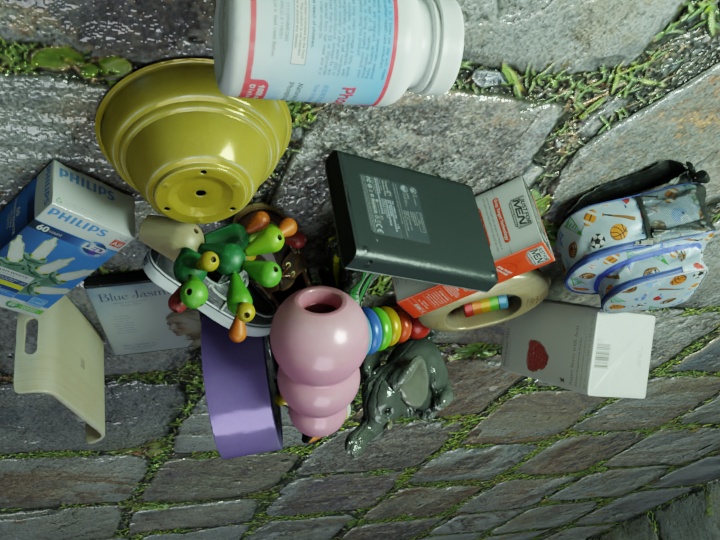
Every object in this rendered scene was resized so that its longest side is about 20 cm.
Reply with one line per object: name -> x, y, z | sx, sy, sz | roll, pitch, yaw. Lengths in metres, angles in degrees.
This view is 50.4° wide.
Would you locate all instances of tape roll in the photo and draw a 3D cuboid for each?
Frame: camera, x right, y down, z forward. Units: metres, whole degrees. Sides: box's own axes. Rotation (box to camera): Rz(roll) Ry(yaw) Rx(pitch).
tape roll -> -0.163, 0.154, 1.071 | 0.083, 0.203, 0.201 | -8, 150, -4

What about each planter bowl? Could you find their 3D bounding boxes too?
planter bowl -> -0.160, -0.106, 0.761 | 0.196, 0.085, 0.202 | -9, 149, -5

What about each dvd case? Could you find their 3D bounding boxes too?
dvd case -> -0.286, 0.060, 1.054 | 0.139, 0.018, 0.201 | -6, 148, -8

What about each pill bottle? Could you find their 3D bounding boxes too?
pill bottle -> -0.019, -0.195, 0.637 | 0.196, 0.111, 0.109 | 0, 148, -18

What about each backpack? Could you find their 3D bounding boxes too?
backpack -> 0.358, -0.026, 1.016 | 0.186, 0.157, 0.201 | -5, 154, 10

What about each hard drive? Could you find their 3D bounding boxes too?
hard drive -> 0.060, -0.054, 0.864 | 0.197, 0.142, 0.033 | 10, 144, -31

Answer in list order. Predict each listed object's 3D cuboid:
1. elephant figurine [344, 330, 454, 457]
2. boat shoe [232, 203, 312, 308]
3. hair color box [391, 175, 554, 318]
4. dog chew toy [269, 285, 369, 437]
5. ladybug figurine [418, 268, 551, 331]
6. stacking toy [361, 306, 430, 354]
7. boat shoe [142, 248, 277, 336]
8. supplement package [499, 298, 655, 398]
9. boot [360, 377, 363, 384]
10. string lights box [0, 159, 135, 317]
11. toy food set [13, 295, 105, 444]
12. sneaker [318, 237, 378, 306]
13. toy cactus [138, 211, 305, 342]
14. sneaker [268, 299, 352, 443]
elephant figurine -> 0.053, 0.176, 1.171 | 0.141, 0.157, 0.199 | -35, 158, 27
boat shoe -> -0.099, -0.005, 0.956 | 0.069, 0.071, 0.201 | -25, 148, 2
hair color box -> 0.134, -0.027, 0.972 | 0.197, 0.103, 0.061 | -23, 147, 20
dog chew toy -> -0.052, 0.123, 0.958 | 0.122, 0.125, 0.204 | -4, 122, -12
ladybug figurine -> 0.175, 0.028, 1.105 | 0.196, 0.073, 0.137 | -12, 149, 2
stacking toy -> 0.027, 0.083, 1.129 | 0.197, 0.087, 0.086 | -9, 154, -36
boat shoe -> -0.170, 0.014, 0.958 | 0.198, 0.074, 0.068 | 35, 121, -26
supplement package -> 0.321, 0.111, 1.157 | 0.118, 0.124, 0.199 | 7, 180, -28
boot -> -0.054, 0.136, 1.208 | 0.159, 0.074, 0.199 | -1, 146, -22
string lights box -> -0.348, -0.029, 0.845 | 0.198, 0.060, 0.102 | -32, 143, 30
toy food set -> -0.393, 0.128, 1.005 | 0.059, 0.146, 0.201 | -11, 150, 0
sneaker -> 0.000, 0.000, 0.997 | 0.084, 0.079, 0.200 | -32, 167, -19
toy cactus -> -0.155, -0.013, 0.808 | 0.162, 0.201, 0.104 | 20, 127, 13
sneaker -> -0.089, 0.139, 1.047 | 0.090, 0.203, 0.069 | -35, -170, -38
